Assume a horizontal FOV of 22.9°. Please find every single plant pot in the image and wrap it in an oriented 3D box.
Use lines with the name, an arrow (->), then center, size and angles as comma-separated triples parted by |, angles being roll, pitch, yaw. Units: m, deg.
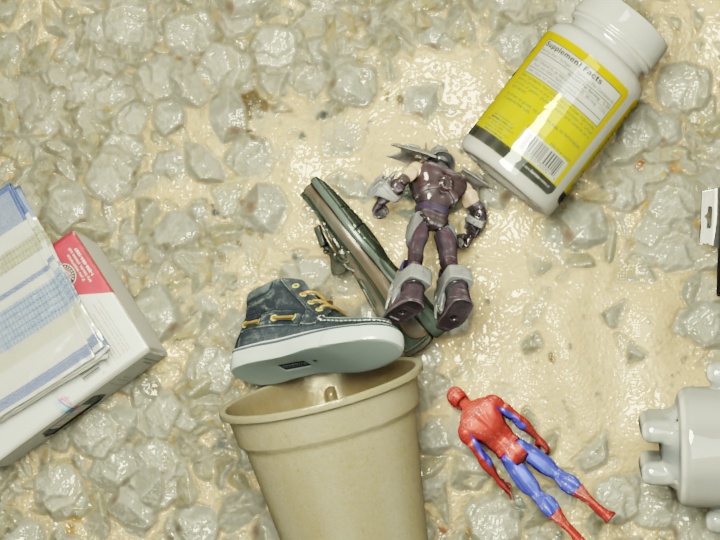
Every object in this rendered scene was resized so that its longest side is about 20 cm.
plant pot -> -0.017, 0.198, 1.685 | 0.198, 0.200, 0.185 | -13, 96, 5

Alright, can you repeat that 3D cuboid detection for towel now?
towel -> -0.345, 0.033, 1.719 | 0.146, 0.024, 0.201 | -32, 77, 5

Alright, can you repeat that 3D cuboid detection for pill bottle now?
pill bottle -> 0.199, -0.164, 1.710 | 0.114, 0.114, 0.200 | 38, 90, 7

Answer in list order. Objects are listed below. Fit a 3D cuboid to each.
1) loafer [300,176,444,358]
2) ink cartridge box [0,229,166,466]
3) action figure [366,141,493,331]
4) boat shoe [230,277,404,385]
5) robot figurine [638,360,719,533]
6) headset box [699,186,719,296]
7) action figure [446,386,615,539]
loafer -> 0.000, 0.000, 1.745 | 0.063, 0.072, 0.200 | -41, 85, 8
ink cartridge box -> -0.316, 0.078, 1.764 | 0.199, 0.086, 0.148 | -35, 81, 4
action figure -> 0.067, -0.042, 1.713 | 0.129, 0.069, 0.202 | 15, 56, -15
boat shoe -> -0.042, 0.048, 1.703 | 0.199, 0.071, 0.092 | -11, 60, 35
robot figurine -> 0.362, 0.165, 1.669 | 0.198, 0.113, 0.171 | 0, 101, 6
headset box -> 0.425, -0.046, 1.696 | 0.198, 0.077, 0.150 | 2, 86, 7
action figure -> 0.156, 0.185, 1.724 | 0.065, 0.052, 0.200 | -44, 78, -4
